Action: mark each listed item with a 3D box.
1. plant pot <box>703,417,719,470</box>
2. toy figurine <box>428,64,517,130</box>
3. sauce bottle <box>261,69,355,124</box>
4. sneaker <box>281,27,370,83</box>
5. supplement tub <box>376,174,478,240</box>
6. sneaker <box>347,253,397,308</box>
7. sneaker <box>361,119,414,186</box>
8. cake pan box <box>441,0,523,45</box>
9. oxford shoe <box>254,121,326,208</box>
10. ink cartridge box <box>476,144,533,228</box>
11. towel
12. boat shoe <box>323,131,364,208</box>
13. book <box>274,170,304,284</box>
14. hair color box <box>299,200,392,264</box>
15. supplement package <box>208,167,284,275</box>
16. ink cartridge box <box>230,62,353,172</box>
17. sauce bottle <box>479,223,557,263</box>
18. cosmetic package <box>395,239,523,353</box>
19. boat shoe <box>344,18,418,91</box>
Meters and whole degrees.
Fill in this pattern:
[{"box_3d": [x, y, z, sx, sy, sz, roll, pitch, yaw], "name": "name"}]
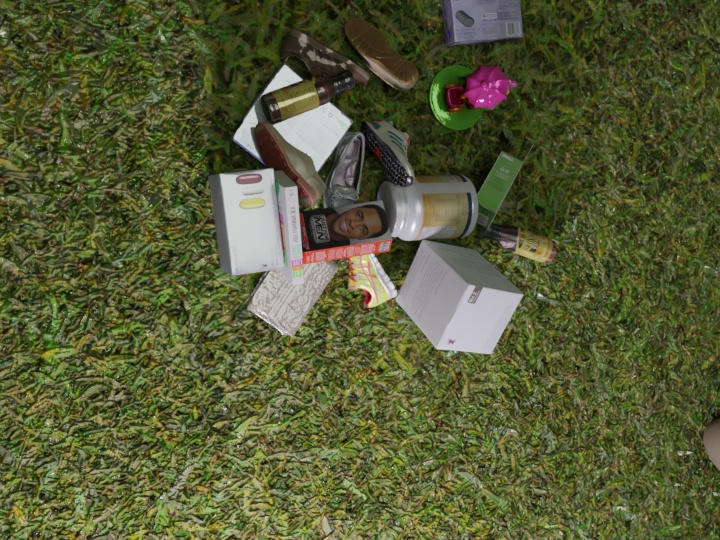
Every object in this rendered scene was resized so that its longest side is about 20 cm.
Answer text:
[{"box_3d": [1.054, 0.488, 1.993, 0.199, 0.134, 0.202, -2, 96, -21], "name": "plant pot"}, {"box_3d": [0.282, -0.403, 1.590, 0.199, 0.184, 0.151, -12, 99, -20], "name": "toy figurine"}, {"box_3d": [-0.107, -0.366, 1.468, 0.199, 0.065, 0.065, -25, 103, -18], "name": "sauce bottle"}, {"box_3d": [-0.078, -0.444, 1.524, 0.199, 0.071, 0.076, 26, 105, -18], "name": "sneaker"}, {"box_3d": [0.148, -0.141, 1.586, 0.198, 0.144, 0.146, -3, 96, -20], "name": "supplement tub"}, {"box_3d": [0.000, 0.000, 1.582, 0.090, 0.078, 0.201, -36, 104, -6], "name": "sneaker"}, {"box_3d": [0.082, -0.266, 1.542, 0.093, 0.200, 0.071, -18, 143, -24], "name": "sneaker"}, {"box_3d": [0.284, -0.625, 1.641, 0.199, 0.052, 0.186, -12, 101, -19], "name": "cake pan box"}, {"box_3d": [-0.146, -0.230, 1.477, 0.074, 0.071, 0.201, -44, 110, -35], "name": "oxford shoe"}, {"box_3d": [0.326, -0.208, 1.654, 0.059, 0.104, 0.201, 29, 74, 8], "name": "ink cartridge box"}, {"box_3d": [-0.149, 0.033, 1.551, 0.132, 0.034, 0.201, 38, 80, -20], "name": "towel"}, {"box_3d": [-0.031, -0.205, 1.554, 0.074, 0.065, 0.204, 14, 93, -20], "name": "boat shoe"}, {"box_3d": [-0.147, -0.088, 1.427, 0.048, 0.134, 0.202, -10, 113, -17], "name": "book"}, {"box_3d": [-0.041, -0.082, 1.506, 0.198, 0.061, 0.102, -9, 66, -11], "name": "hair color box"}, {"box_3d": [-0.235, -0.102, 1.440, 0.110, 0.156, 0.202, -9, 99, -19], "name": "supplement package"}, {"box_3d": [-0.147, -0.301, 1.515, 0.199, 0.041, 0.201, 37, 83, -19], "name": "ink cartridge box"}, {"box_3d": [0.384, -0.072, 1.724, 0.199, 0.066, 0.067, 16, 90, -20], "name": "sauce bottle"}, {"box_3d": [0.214, 0.058, 1.564, 0.164, 0.200, 0.166, 9, 116, -34], "name": "cosmetic package"}, {"box_3d": [0.039, -0.466, 1.554, 0.200, 0.069, 0.074, 45, 75, 3], "name": "boat shoe"}]
